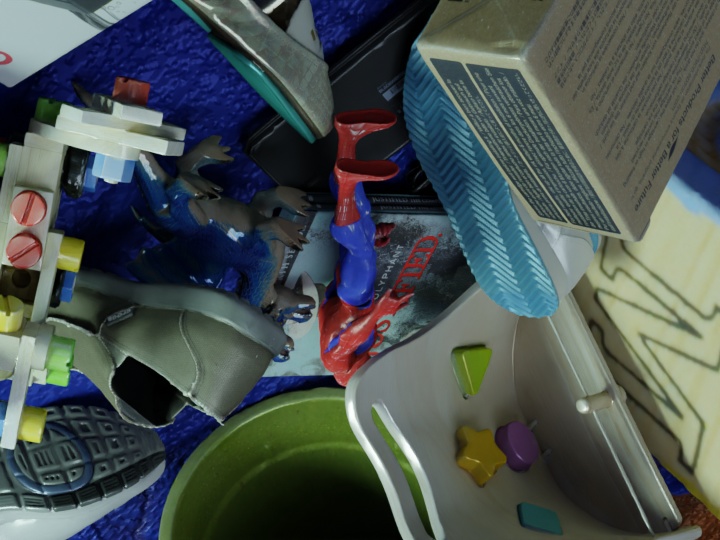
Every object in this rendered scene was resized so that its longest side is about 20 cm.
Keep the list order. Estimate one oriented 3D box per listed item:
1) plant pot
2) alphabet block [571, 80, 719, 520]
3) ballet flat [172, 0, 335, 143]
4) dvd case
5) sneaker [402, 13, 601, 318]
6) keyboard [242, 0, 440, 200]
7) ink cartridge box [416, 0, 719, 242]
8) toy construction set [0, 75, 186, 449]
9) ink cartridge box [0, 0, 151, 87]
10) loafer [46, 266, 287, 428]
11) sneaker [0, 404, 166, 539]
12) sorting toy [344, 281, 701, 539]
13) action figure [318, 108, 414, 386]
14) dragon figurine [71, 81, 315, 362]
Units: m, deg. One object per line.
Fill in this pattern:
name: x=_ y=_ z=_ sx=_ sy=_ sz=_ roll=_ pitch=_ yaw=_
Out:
plant pot: x=-0.017 y=0.210 z=1.236 sx=0.200 sy=0.200 sz=0.190 roll=-24 pitch=148 yaw=-7
alphabet block: x=0.260 y=0.007 z=1.156 sx=0.195 sy=0.196 sz=0.200 roll=-18 pitch=134 yaw=-27
ballet flat: x=-0.060 y=-0.141 z=0.978 sx=0.062 sy=0.067 sz=0.200 roll=-47 pitch=132 yaw=0
dvd case: x=0.023 y=0.011 z=1.168 sx=0.200 sy=0.022 sz=0.146 roll=2 pitch=134 yaw=-29
sneaker: x=0.086 y=-0.073 z=1.084 sx=0.081 sy=0.076 sz=0.200 roll=-47 pitch=130 yaw=-37
keyboard: x=0.037 y=-0.102 z=1.094 sx=0.200 sy=0.021 sz=0.127 roll=-37 pitch=133 yaw=7
ink cartridge box: x=0.132 y=-0.143 z=1.002 sx=0.200 sy=0.075 sz=0.165 roll=-61 pitch=140 yaw=-21
toy construction set: x=-0.165 y=-0.013 z=0.949 sx=0.092 sy=0.131 sz=0.200 roll=26 pitch=95 yaw=-7
ink cartridge box: x=-0.150 y=-0.177 z=0.825 sx=0.200 sy=0.084 sz=0.145 roll=-23 pitch=144 yaw=39
loafer: x=-0.128 y=0.045 z=1.025 sx=0.075 sy=0.200 sz=0.070 roll=39 pitch=66 yaw=-35
sneaker: x=-0.213 y=0.147 z=1.154 sx=0.200 sy=0.075 sz=0.087 roll=-21 pitch=146 yaw=-1
sorting toy: x=0.078 y=0.104 z=1.121 sx=0.180 sy=0.200 sz=0.107 roll=-10 pitch=159 yaw=-43
action figure: x=0.000 y=0.000 z=1.074 sx=0.052 sy=0.065 sz=0.200 roll=0 pitch=137 yaw=-8
dragon figurine: x=-0.095 y=-0.019 z=1.044 sx=0.200 sy=0.059 sz=0.099 roll=29 pitch=124 yaw=-24
